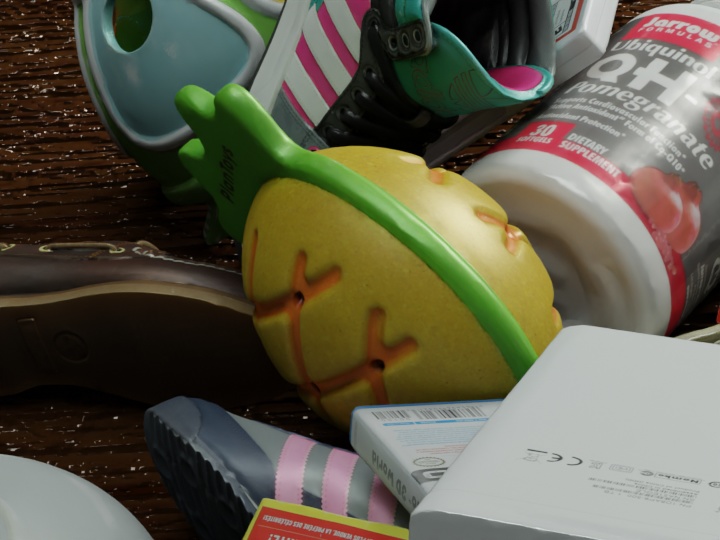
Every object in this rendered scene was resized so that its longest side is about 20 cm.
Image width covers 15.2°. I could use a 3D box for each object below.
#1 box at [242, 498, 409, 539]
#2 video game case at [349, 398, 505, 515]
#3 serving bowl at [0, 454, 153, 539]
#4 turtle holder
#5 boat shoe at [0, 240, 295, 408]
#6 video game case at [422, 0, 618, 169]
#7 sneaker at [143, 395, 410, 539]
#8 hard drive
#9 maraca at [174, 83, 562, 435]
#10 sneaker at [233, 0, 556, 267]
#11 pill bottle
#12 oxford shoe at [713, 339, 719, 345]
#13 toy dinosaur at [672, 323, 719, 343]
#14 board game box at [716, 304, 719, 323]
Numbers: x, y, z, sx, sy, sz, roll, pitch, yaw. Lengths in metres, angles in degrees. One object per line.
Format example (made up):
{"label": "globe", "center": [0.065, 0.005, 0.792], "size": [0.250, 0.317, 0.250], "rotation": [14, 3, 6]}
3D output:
{"label": "box", "center": [-0.035, 0.177, 0.912], "size": [0.075, 0.050, 0.200], "rotation": [12, 57, 25]}
{"label": "video game case", "center": [0.094, 0.085, 0.935], "size": [0.143, 0.018, 0.200], "rotation": [-2, 18, -19]}
{"label": "serving bowl", "center": [-0.167, 0.132, 1.034], "size": [0.199, 0.066, 0.200], "rotation": [-5, 35, 4]}
{"label": "turtle holder", "center": [-0.051, -0.113, 1.240], "size": [0.141, 0.132, 0.185], "rotation": [-52, 17, -30]}
{"label": "boat shoe", "center": [-0.113, 0.014, 1.180], "size": [0.199, 0.071, 0.070], "rotation": [3, 41, 15]}
{"label": "video game case", "center": [0.043, -0.091, 1.242], "size": [0.200, 0.017, 0.143], "rotation": [-33, 23, 33]}
{"label": "sneaker", "center": [0.001, 0.098, 1.045], "size": [0.082, 0.070, 0.200], "rotation": [-37, 53, -26]}
{"label": "hard drive", "center": [0.107, 0.067, 0.920], "size": [0.131, 0.027, 0.200], "rotation": [8, 19, 16]}
{"label": "maraca", "center": [0.000, 0.000, 1.077], "size": [0.200, 0.137, 0.107], "rotation": [40, 65, 17]}
{"label": "sneaker", "center": [0.021, -0.072, 1.139], "size": [0.083, 0.201, 0.121], "rotation": [11, 6, -40]}
{"label": "pill bottle", "center": [0.131, -0.048, 1.182], "size": [0.110, 0.111, 0.200], "rotation": [18, 43, 32]}
{"label": "oxford shoe", "center": [0.164, 0.052, 1.086], "size": [0.199, 0.058, 0.075], "rotation": [-14, 34, -10]}
{"label": "toy dinosaur", "center": [0.199, -0.020, 1.142], "size": [0.047, 0.088, 0.200], "rotation": [46, 43, 10]}
{"label": "board game box", "center": [0.267, 0.019, 1.072], "size": [0.199, 0.046, 0.151], "rotation": [-13, 36, -33]}
